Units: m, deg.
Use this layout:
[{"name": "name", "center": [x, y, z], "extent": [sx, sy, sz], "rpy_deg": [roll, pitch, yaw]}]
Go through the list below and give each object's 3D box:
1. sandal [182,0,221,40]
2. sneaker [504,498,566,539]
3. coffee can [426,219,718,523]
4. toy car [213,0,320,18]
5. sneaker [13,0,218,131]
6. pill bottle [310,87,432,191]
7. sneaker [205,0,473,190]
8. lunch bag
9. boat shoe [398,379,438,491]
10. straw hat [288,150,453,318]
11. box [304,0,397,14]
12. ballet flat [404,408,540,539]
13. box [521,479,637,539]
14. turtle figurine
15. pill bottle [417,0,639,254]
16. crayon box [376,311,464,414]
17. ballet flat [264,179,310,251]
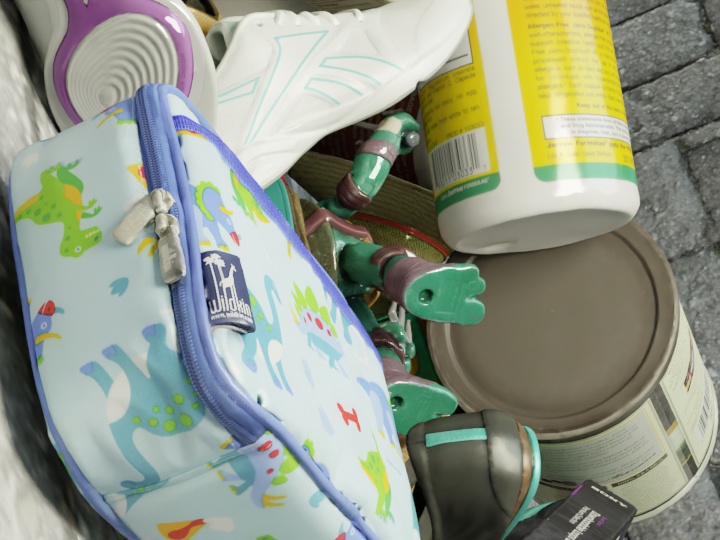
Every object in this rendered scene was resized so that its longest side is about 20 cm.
[{"name": "sandal", "center": [-0.104, -0.136, 1.015], "extent": [0.080, 0.054, 0.200], "rpy_deg": [-91, 158, -69]}, {"name": "sneaker", "center": [0.122, 0.176, 1.123], "extent": [0.200, 0.074, 0.088], "rpy_deg": [33, 43, -76]}, {"name": "coffee can", "center": [0.135, 0.062, 1.208], "extent": [0.200, 0.146, 0.147], "rpy_deg": [53, 16, -63]}, {"name": "toy car", "center": [-0.058, -0.165, 1.163], "extent": [0.200, 0.184, 0.177], "rpy_deg": [-44, 114, -51]}, {"name": "sneaker", "center": [-0.114, -0.130, 0.852], "extent": [0.100, 0.075, 0.200], "rpy_deg": [-90, 157, -66]}, {"name": "pill bottle", "center": [0.041, -0.103, 1.298], "extent": [0.200, 0.112, 0.112], "rpy_deg": [19, -26, 35]}, {"name": "sneaker", "center": [-0.028, -0.102, 0.985], "extent": [0.080, 0.200, 0.070], "rpy_deg": [60, -23, -9]}, {"name": "lunch bag", "center": [-0.050, 0.037, 0.736], "extent": [0.200, 0.082, 0.161], "rpy_deg": [54, 15, -47]}, {"name": "boat shoe", "center": [0.009, 0.121, 1.056], "extent": [0.200, 0.071, 0.070], "rpy_deg": [-68, 155, -65]}, {"name": "straw hat", "center": [0.009, -0.009, 1.297], "extent": [0.201, 0.201, 0.085], "rpy_deg": [40, 71, -74]}, {"name": "box", "center": [-0.056, -0.214, 1.043], "extent": [0.200, 0.078, 0.095], "rpy_deg": [29, -9, -27]}, {"name": "ballet flat", "center": [0.022, 0.134, 0.909], "extent": [0.068, 0.068, 0.200], "rpy_deg": [-103, -157, -47]}, {"name": "box", "center": [0.069, 0.182, 0.922], "extent": [0.036, 0.143, 0.200], "rpy_deg": [29, 13, 12]}, {"name": "turtle figurine", "center": [0.000, 0.000, 1.082], "extent": [0.200, 0.100, 0.150], "rpy_deg": [-127, -150, -56]}, {"name": "pill bottle", "center": [0.085, -0.118, 1.101], "extent": [0.113, 0.112, 0.201], "rpy_deg": [37, 43, -75]}, {"name": "crayon box", "center": [0.050, 0.133, 1.197], "extent": [0.119, 0.058, 0.201], "rpy_deg": [42, 29, -72]}, {"name": "ballet flat", "center": [-0.048, 0.025, 0.979], "extent": [0.200, 0.068, 0.073], "rpy_deg": [-106, -170, -58]}]
